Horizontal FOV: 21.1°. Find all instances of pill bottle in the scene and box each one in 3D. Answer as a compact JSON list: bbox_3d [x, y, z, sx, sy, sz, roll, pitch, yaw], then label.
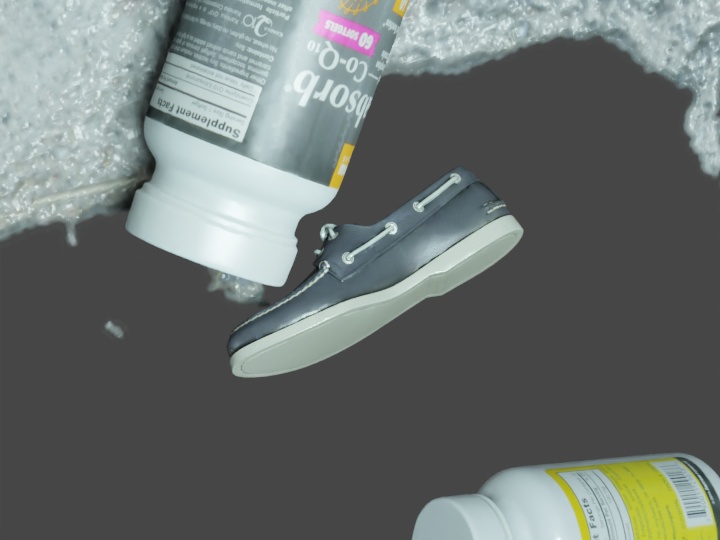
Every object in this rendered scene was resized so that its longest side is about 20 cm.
[{"bbox_3d":[0.138,0.179,1.258,0.200,0.111,0.112,-1,105,-30],"label":"pill bottle"},{"bbox_3d":[-0.051,-0.100,1.060,0.116,0.116,0.200,17,95,-33],"label":"pill bottle"}]

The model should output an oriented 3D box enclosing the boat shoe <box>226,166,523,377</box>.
[{"bbox_3d":[0.000,0.000,1.168,0.200,0.073,0.063,-27,73,-16],"label":"boat shoe"}]
